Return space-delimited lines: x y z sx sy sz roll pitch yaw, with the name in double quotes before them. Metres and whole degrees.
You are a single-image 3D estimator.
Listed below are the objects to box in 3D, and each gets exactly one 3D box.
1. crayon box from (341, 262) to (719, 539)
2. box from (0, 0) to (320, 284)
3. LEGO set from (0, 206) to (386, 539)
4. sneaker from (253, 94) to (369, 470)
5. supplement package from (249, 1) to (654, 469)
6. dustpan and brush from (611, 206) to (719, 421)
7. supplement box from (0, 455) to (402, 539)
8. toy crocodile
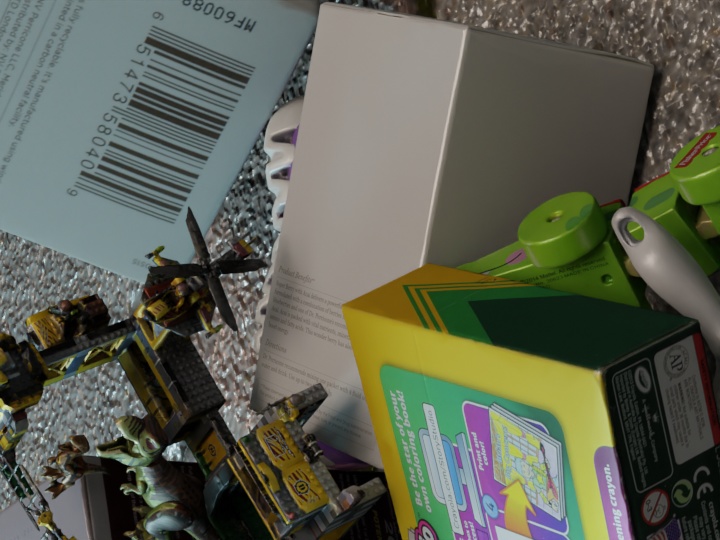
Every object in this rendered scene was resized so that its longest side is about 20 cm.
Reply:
"crayon box" 0.082 0.108 0.909 0.172 0.058 0.202 14 123 56
"box" -0.150 -0.138 1.213 0.200 0.199 0.172 -59 18 28
"LEGO set" -0.084 0.075 0.976 0.201 0.153 0.116 64 144 20
"sneaker" 0.000 0.000 1.134 0.088 0.080 0.202 -13 74 43
"supplement package" 0.042 -0.015 1.041 0.121 0.119 0.202 19 100 54
"dustpan and brush" 0.168 0.054 0.873 0.200 0.057 0.140 45 117 -2
"supplement box" -0.079 0.142 1.109 0.109 0.199 0.061 -35 59 44
"toy crocodile" 0.128 -0.015 0.930 0.199 0.068 0.062 -23 23 29
